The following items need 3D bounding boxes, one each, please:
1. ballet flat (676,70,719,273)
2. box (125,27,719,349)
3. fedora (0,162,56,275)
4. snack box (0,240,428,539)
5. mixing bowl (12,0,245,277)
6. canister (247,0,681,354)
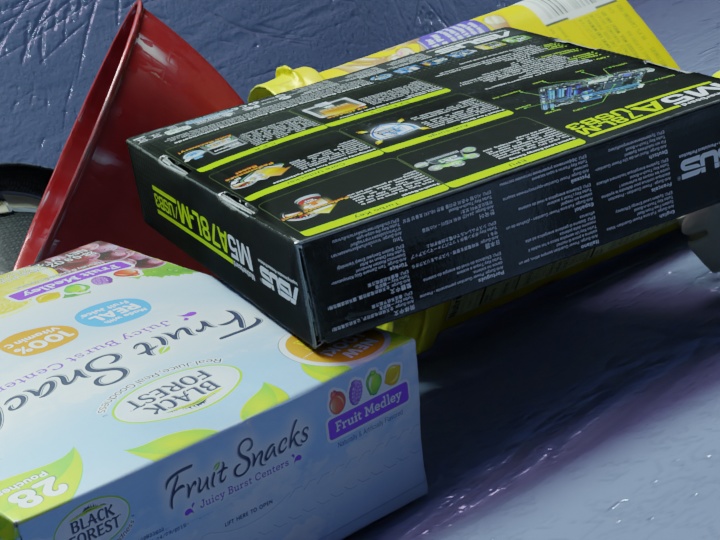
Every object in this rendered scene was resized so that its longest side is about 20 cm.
[{"bbox_3d":[0.167,-0.033,0.742,0.067,0.067,0.200,-37,16,14],"label":"ballet flat"},{"bbox_3d":[0.028,-0.044,0.700,0.199,0.048,0.193,-19,24,-21],"label":"box"},{"bbox_3d":[-0.225,0.029,1.113,0.200,0.202,0.091,-27,46,-30],"label":"fedora"},{"bbox_3d":[-0.102,0.057,0.631,0.168,0.068,0.199,-23,27,-38],"label":"snack box"},{"bbox_3d":[-0.111,-0.031,0.927,0.201,0.108,0.201,-60,15,28],"label":"mixing bowl"},{"bbox_3d":[0.064,-0.055,0.859,0.199,0.149,0.087,-22,-27,-21],"label":"canister"}]
